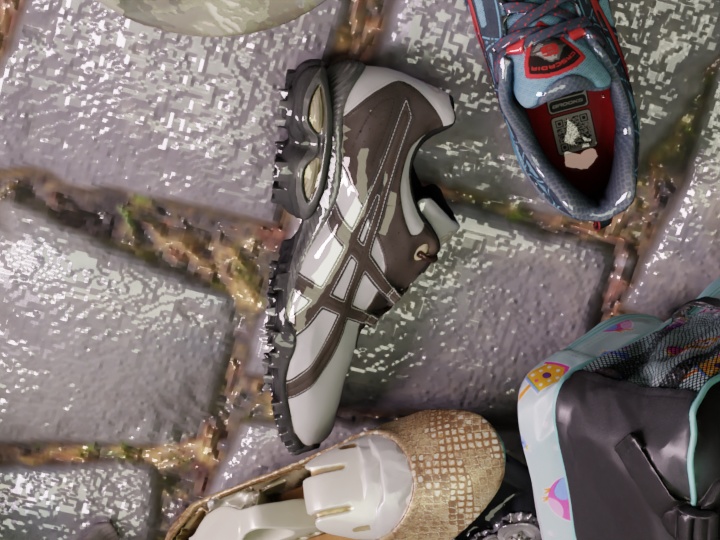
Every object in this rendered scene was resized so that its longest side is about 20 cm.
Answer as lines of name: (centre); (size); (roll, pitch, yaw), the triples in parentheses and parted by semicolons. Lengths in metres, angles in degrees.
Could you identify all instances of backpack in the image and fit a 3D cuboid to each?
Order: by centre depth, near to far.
backpack: (0.179, 0.093, 0.894); (0.199, 0.153, 0.177); (-25, 111, -32)

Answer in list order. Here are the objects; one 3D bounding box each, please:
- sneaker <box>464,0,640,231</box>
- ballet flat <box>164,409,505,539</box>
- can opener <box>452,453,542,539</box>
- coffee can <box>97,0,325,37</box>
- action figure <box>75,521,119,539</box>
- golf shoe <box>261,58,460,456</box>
sneaker: (0.088, -0.112, 0.843); (0.079, 0.096, 0.201); (-21, 112, 6)
ballet flat: (-0.020, 0.121, 0.918); (0.199, 0.071, 0.065); (-30, 156, 32)
can opener: (0.107, 0.145, 0.969); (0.199, 0.079, 0.063); (35, 114, -26)
coffee can: (-0.057, -0.192, 0.748); (0.145, 0.200, 0.148); (-1, 114, -1)
action figure: (-0.130, 0.254, 0.937); (0.104, 0.193, 0.201); (20, 107, -41)
golf shoe: (0.000, 0.000, 0.899); (0.093, 0.078, 0.202); (4, 114, -4)
